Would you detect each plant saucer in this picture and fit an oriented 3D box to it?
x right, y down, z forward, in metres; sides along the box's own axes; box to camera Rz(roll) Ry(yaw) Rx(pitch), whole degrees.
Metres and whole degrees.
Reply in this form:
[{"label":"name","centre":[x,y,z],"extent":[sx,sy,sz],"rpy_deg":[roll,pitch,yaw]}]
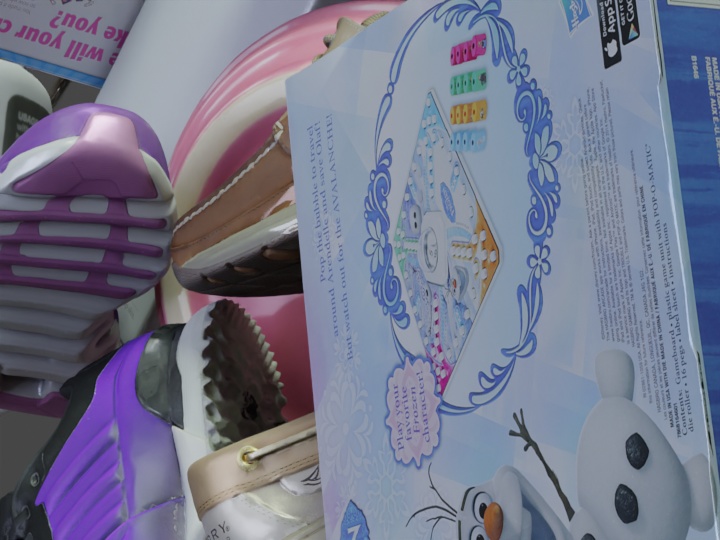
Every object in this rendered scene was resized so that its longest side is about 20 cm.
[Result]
[{"label":"plant saucer","centre":[0.000,0.000,1.018],"extent":[0.199,0.051,0.202],"rpy_deg":[1,93,30]}]

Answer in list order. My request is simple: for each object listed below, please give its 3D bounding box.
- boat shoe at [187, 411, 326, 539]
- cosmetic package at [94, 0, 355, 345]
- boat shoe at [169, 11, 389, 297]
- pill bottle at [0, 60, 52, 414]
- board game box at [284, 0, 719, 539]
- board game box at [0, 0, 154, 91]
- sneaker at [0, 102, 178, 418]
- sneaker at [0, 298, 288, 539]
[{"label":"boat shoe","centre":[0.032,0.040,0.926],"extent":[0.069,0.199,0.074],"rpy_deg":[56,165,12]},{"label":"cosmetic package","centre":[-0.043,-0.068,1.134],"extent":[0.201,0.081,0.113],"rpy_deg":[-59,41,19]},{"label":"boat shoe","centre":[0.014,-0.051,0.941],"extent":[0.199,0.076,0.072],"rpy_deg":[-28,67,28]},{"label":"pill bottle","centre":[-0.204,-0.038,1.299],"extent":[0.114,0.113,0.201],"rpy_deg":[-13,69,49]},{"label":"board game box","centre":[0.049,0.011,0.788],"extent":[0.199,0.043,0.201],"rpy_deg":[-26,66,56]},{"label":"board game box","centre":[-0.107,-0.145,1.139],"extent":[0.135,0.199,0.034],"rpy_deg":[-60,41,19]},{"label":"sneaker","centre":[-0.116,-0.020,1.054],"extent":[0.200,0.080,0.089],"rpy_deg":[119,159,-60]},{"label":"sneaker","centre":[-0.084,0.109,0.962],"extent":[0.099,0.070,0.201],"rpy_deg":[-15,47,24]}]
